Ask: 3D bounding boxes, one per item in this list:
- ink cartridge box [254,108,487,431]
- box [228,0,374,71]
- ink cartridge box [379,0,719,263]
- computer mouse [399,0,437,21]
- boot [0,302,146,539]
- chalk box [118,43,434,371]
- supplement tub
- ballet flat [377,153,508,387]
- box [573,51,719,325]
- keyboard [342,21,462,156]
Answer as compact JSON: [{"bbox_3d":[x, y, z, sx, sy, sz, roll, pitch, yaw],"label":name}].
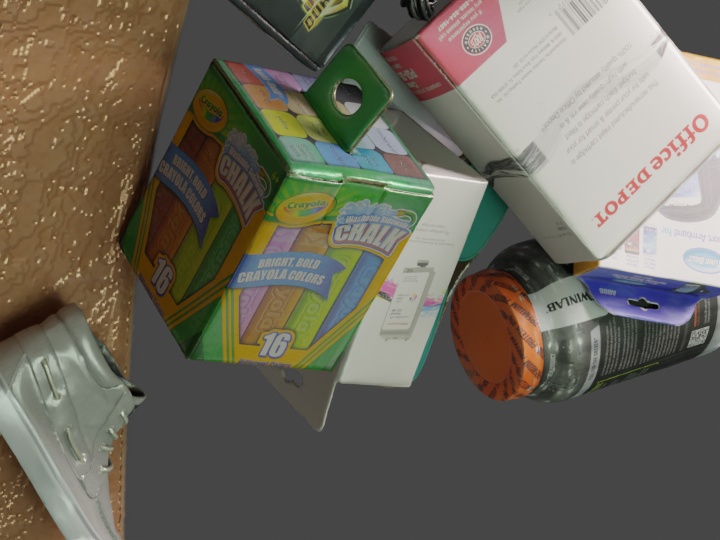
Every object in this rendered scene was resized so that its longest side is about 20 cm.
[{"bbox_3d":[0.000,0.000,1.521,0.067,0.116,0.201,5,115,-36],"label":"ink cartridge box"},{"bbox_3d":[-0.024,-0.251,1.417,0.200,0.046,0.159,-52,132,-1],"label":"box"},{"bbox_3d":[0.135,-0.123,1.512,0.146,0.083,0.200,-43,101,-15],"label":"ink cartridge box"},{"bbox_3d":[-0.023,-0.211,1.378,0.199,0.044,0.110,-4,117,-34],"label":"computer mouse"},{"bbox_3d":[-0.181,0.115,1.485,0.095,0.074,0.200,-32,128,-9],"label":"boot"},{"bbox_3d":[-0.047,-0.051,1.429,0.123,0.125,0.200,6,124,-38],"label":"chalk box"},{"bbox_3d":[0.175,0.027,1.662,0.199,0.122,0.123,-16,122,-29],"label":"supplement tub"},{"bbox_3d":[0.044,-0.015,1.581,0.068,0.067,0.201,24,97,-39],"label":"ballet flat"},{"bbox_3d":[0.214,-0.064,1.611,0.119,0.041,0.201,9,72,-25],"label":"box"},{"bbox_3d":[0.055,-0.110,1.578,0.200,0.011,0.056,30,89,-42],"label":"keyboard"}]
